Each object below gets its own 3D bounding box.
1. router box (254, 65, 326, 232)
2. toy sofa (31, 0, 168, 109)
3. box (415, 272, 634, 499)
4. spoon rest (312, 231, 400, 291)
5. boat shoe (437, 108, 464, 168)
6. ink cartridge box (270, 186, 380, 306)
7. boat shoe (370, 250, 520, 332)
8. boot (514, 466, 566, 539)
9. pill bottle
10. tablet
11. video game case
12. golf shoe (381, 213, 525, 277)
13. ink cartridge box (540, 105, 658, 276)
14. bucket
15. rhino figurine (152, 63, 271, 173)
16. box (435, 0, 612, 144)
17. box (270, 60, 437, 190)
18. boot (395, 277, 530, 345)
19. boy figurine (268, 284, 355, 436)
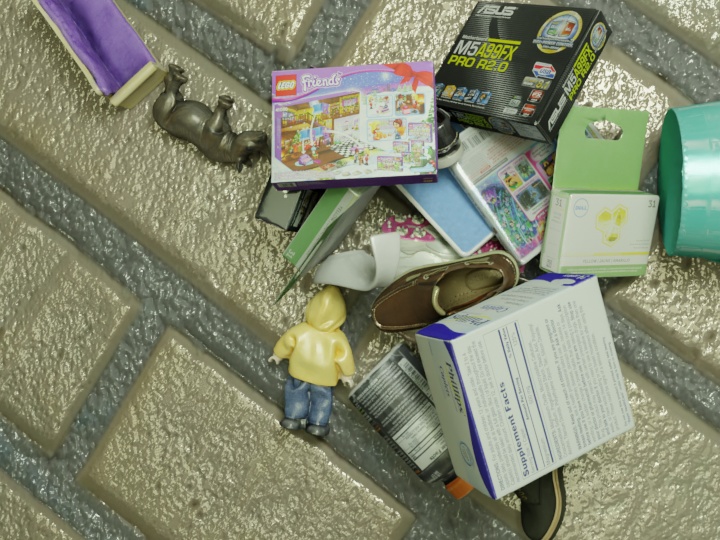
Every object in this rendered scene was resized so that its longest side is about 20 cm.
[{"bbox_3d":[-0.067,-0.152,1.135,0.050,0.149,0.204,21,93,7],"label":"router box"},{"bbox_3d":[-0.365,-0.333,1.205,0.082,0.098,0.201,-37,85,8],"label":"toy sofa"},{"bbox_3d":[0.185,0.123,0.976,0.197,0.105,0.188,-21,100,-19],"label":"box"},{"bbox_3d":[0.000,0.000,1.106,0.097,0.200,0.062,-9,84,-20],"label":"spoon rest"},{"bbox_3d":[0.053,-0.193,1.111,0.073,0.061,0.200,-38,43,-12],"label":"boat shoe"},{"bbox_3d":[-0.050,-0.054,1.089,0.048,0.200,0.146,40,122,5],"label":"ink cartridge box"},{"bbox_3d":[0.095,0.027,1.056,0.200,0.075,0.076,-25,93,21],"label":"boat shoe"},{"bbox_3d":[0.189,0.267,1.096,0.136,0.077,0.204,-10,111,-23],"label":"boot"},{"bbox_3d":[0.085,0.204,1.139,0.106,0.106,0.200,-44,85,7],"label":"pill bottle"},{"bbox_3d":[0.117,-0.125,1.140,0.129,0.014,0.201,-38,74,-14],"label":"tablet"},{"bbox_3d":[0.227,-0.136,1.119,0.198,0.024,0.183,-35,86,-14],"label":"video game case"},{"bbox_3d":[0.120,-0.013,1.158,0.196,0.076,0.093,14,120,4],"label":"golf shoe"},{"bbox_3d":[0.304,-0.096,1.071,0.143,0.048,0.205,-1,107,-26],"label":"ink cartridge box"},{"bbox_3d":[0.438,-0.107,1.036,0.132,0.207,0.212,0,91,11],"label":"bucket"},{"bbox_3d":[-0.204,-0.200,1.200,0.198,0.060,0.088,32,109,6],"label":"rhino figurine"},{"bbox_3d":[0.190,-0.253,1.075,0.198,0.044,0.162,24,82,46],"label":"box"},{"bbox_3d":[-0.007,-0.170,1.020,0.195,0.039,0.140,-2,80,7],"label":"box"},{"bbox_3d":[0.134,0.039,1.120,0.196,0.071,0.148,21,125,-9],"label":"boot"},{"bbox_3d":[-0.065,0.118,1.182,0.122,0.064,0.205,9,91,9],"label":"boy figurine"}]
